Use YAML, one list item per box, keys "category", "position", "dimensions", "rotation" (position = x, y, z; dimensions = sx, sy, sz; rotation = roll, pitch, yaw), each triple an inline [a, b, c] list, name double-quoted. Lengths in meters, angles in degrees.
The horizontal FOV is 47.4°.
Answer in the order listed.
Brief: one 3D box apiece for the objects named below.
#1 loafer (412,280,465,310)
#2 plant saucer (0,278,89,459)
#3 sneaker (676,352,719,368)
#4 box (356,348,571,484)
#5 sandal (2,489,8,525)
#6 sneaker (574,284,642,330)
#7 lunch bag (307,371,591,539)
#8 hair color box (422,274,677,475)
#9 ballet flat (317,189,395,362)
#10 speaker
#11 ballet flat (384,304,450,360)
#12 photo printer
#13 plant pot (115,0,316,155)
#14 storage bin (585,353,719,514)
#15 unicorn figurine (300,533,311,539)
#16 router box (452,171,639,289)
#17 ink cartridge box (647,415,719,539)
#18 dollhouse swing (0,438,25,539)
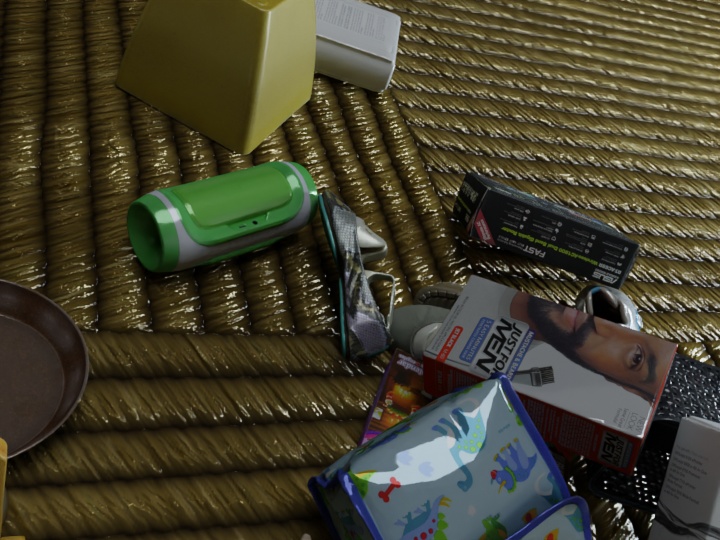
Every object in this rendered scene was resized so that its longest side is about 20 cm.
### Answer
- category: "loafer"
  position: [0.152, 0.066, 0.895]
  dimensions: [0.199, 0.076, 0.067]
  rotation: [22, 19, 4]
- category: "plant saucer"
  position: [-0.327, 0.085, 0.670]
  dimensions: [0.199, 0.035, 0.201]
  rotation: [13, 42, -12]
- category: "sneaker"
  position: [0.373, 0.121, 0.936]
  dimensions: [0.199, 0.075, 0.100]
  rotation: [2, 46, -23]
- category: "box"
  position: [0.101, 0.171, 0.782]
  dimensions: [0.199, 0.039, 0.137]
  rotation: [25, 42, 0]
- category: "sandal"
  position: [-0.342, 0.179, 0.551]
  dimensions: [0.199, 0.054, 0.081]
  rotation: [-4, 49, -29]
- category: "sneaker"
  position: [0.277, 0.048, 0.922]
  dimensions: [0.075, 0.087, 0.200]
  rotation: [-21, 19, 11]
- category: "lunch bag"
  position: [0.082, 0.211, 0.652]
  dimensions: [0.169, 0.127, 0.201]
  rotation: [-26, 85, -23]
- category: "hair color box"
  position: [0.168, 0.089, 0.745]
  dimensions: [0.199, 0.064, 0.111]
  rotation: [20, 52, 22]
- category: "ballet flat"
  position: [0.000, 0.000, 0.870]
  dimensions: [0.072, 0.072, 0.202]
  rotation: [2, 60, -23]
- category: "speaker"
  position: [-0.142, -0.060, 0.875]
  dimensions: [0.199, 0.089, 0.089]
  rotation: [-21, 58, -39]
- category: "ballet flat"
  position: [0.114, 0.086, 0.837]
  dimensions: [0.199, 0.068, 0.064]
  rotation: [20, 6, 5]
- category: "photo printer"
  position: [-0.042, -0.360, 1.247]
  dimensions: [0.199, 0.070, 0.167]
  rotation: [16, 42, -8]
- category: "plant pot"
  position: [-0.166, -0.303, 1.048]
  dimensions: [0.199, 0.177, 0.200]
  rotation: [29, 41, 6]
- category: "storage bin"
  position: [0.336, 0.174, 0.817]
  dimensions: [0.199, 0.136, 0.094]
  rotation: [19, 42, -6]
- category: "unicorn figurine"
  position: [-0.027, 0.296, 0.575]
  dimensions: [0.137, 0.074, 0.200]
  rotation: [-22, 43, -27]
- category: "router box"
  position: [0.221, -0.053, 1.012]
  dimensions: [0.199, 0.063, 0.150]
  rotation: [20, 14, -6]
- category: "ink cartridge box"
  position: [0.329, 0.243, 0.694]
  dimensions: [0.144, 0.201, 0.084]
  rotation: [16, -1, -8]
- category: "dollhouse swing"
  position: [-0.291, 0.206, 0.453]
  dimensions: [0.199, 0.176, 0.183]
  rotation: [4, 46, -24]
